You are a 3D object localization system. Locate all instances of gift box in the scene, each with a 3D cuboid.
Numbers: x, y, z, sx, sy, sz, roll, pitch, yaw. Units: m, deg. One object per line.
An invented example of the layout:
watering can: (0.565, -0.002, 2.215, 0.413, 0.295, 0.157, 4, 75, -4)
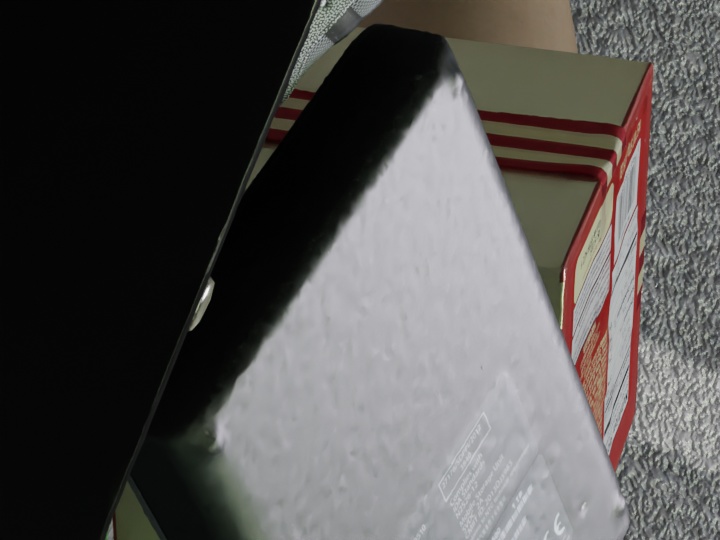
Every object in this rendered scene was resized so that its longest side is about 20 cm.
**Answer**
gift box: (0.000, 0.000, 1.058, 0.185, 0.186, 0.200, -58, 151, -60)

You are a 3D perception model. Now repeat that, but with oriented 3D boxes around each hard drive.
hard drive: (0.009, 0.053, 0.789, 0.140, 0.033, 0.200, -56, 142, -29)

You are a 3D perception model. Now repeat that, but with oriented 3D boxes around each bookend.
bookend: (-0.047, -0.053, 0.586, 0.199, 0.092, 0.200, -59, 173, -72)

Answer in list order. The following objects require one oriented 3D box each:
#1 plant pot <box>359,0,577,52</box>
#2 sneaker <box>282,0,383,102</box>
plant pot: (0.025, -0.054, 1.304, 0.200, 0.200, 0.175, 78, 17, -85)
sneaker: (-0.021, -0.076, 0.711, 0.200, 0.075, 0.114, -42, -168, 43)
